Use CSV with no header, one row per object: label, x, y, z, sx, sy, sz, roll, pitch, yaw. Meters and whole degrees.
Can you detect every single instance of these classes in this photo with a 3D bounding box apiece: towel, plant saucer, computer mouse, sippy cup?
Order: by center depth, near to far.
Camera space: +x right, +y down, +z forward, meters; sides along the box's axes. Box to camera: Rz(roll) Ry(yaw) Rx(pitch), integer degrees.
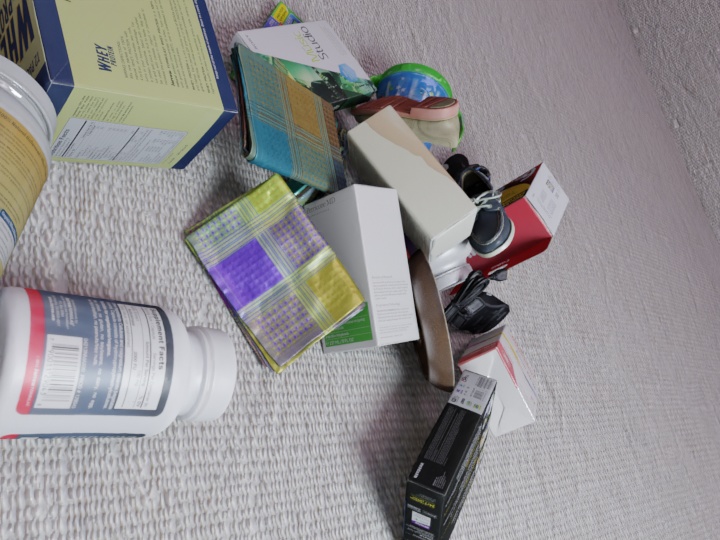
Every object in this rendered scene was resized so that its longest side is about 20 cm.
towel,-0.099,0.002,0.723,0.143,0.023,0.201,-33,89,-8
towel,-0.084,-0.177,0.767,0.199,0.022,0.148,15,62,-58
plant saucer,0.089,0.072,0.851,0.200,0.032,0.202,167,-90,-88
computer mouse,0.192,0.041,0.976,0.199,0.141,0.046,4,42,-50
sippy cup,0.079,-0.256,1.044,0.140,0.176,0.131,56,44,-50

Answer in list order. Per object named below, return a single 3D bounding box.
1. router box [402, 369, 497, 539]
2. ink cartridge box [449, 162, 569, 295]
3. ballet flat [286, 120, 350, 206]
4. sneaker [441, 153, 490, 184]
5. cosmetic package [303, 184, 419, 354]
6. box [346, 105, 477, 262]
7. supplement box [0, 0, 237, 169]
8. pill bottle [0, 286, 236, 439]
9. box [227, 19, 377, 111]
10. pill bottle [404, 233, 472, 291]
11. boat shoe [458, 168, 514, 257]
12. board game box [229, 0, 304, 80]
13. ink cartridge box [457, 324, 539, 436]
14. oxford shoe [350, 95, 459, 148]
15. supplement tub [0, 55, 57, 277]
router box,0.114,0.248,0.779,0.200,0.051,0.150,-47,146,-48
ink cartridge box,0.225,-0.066,1.017,0.084,0.199,0.176,50,41,-10
ballet flat,-0.053,-0.139,0.886,0.074,0.074,0.201,42,47,-20
sneaker,0.194,-0.166,1.112,0.073,0.111,0.201,46,43,-17
cosmetic package,0.000,0.000,0.801,0.084,0.107,0.202,-3,80,-45
box,0.069,-0.120,0.859,0.077,0.095,0.201,-34,73,-9
supplement box,-0.272,-0.233,0.661,0.199,0.134,0.202,-5,72,-47
pill bottle,-0.219,0.087,0.545,0.199,0.119,0.121,13,59,-41
box,-0.079,-0.298,0.910,0.145,0.036,0.200,53,45,4
pill bottle,0.103,-0.069,0.964,0.112,0.112,0.202,-14,78,-48
boat shoe,0.181,-0.093,0.917,0.062,0.074,0.201,52,25,-27
board game box,-0.110,-0.317,0.954,0.134,0.029,0.201,38,46,-25
ink cartridge box,0.216,0.156,0.938,0.117,0.067,0.200,63,18,2
oxford shoe,0.063,-0.221,0.932,0.071,0.199,0.074,-34,125,-32
supplement tub,-0.340,-0.070,0.491,0.144,0.144,0.202,29,50,-31
